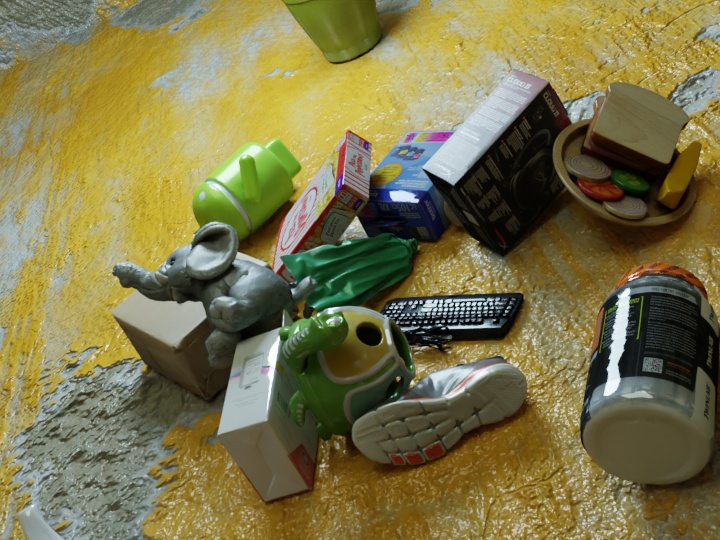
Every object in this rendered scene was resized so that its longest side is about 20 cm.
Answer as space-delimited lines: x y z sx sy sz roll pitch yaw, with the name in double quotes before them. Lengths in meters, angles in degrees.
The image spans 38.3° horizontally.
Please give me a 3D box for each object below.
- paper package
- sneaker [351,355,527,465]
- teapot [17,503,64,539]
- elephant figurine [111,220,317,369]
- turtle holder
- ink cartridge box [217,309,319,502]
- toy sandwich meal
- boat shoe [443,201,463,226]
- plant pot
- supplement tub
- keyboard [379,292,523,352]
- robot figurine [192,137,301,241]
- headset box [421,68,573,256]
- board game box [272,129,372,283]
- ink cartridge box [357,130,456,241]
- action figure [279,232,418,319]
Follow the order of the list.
"paper package" -0.219 0.062 1.457 0.190 0.104 0.199 -43 34 -24
"sneaker" 0.085 0.149 1.142 0.198 0.078 0.082 -19 19 1
"teapot" -0.312 0.359 1.073 0.198 0.147 0.198 -3 40 34
"elephant figurine" -0.188 0.011 1.310 0.154 0.142 0.200 -9 49 -48
"turtle holder" -0.018 0.096 1.171 0.130 0.187 0.142 -21 31 13
"ink cartridge box" -0.101 0.154 1.222 0.067 0.117 0.201 -18 32 16
"toy sandwich meal" 0.332 -0.141 1.268 0.202 0.071 0.207 6 49 -7
"boat shoe" 0.197 -0.134 1.449 0.200 0.072 0.065 -45 -7 -4
"plant pot" -0.050 -0.531 2.069 0.198 0.194 0.201 -20 33 14
"supplement tub" 0.282 0.094 1.002 0.121 0.123 0.201 -9 38 29
"keyboard" 0.096 0.055 1.281 0.198 0.040 0.105 -5 38 34
"robot figurine" -0.189 -0.126 1.682 0.200 0.116 0.175 -45 13 -22
"headset box" 0.197 -0.146 1.338 0.200 0.149 0.077 -48 41 -6
"board game box" -0.056 -0.082 1.493 0.201 0.046 0.152 -52 20 30
"ink cartridge box" 0.079 -0.115 1.500 0.135 0.077 0.201 4 46 41
"action figure" 0.000 0.000 1.392 0.198 0.119 0.055 -24 -13 -28
